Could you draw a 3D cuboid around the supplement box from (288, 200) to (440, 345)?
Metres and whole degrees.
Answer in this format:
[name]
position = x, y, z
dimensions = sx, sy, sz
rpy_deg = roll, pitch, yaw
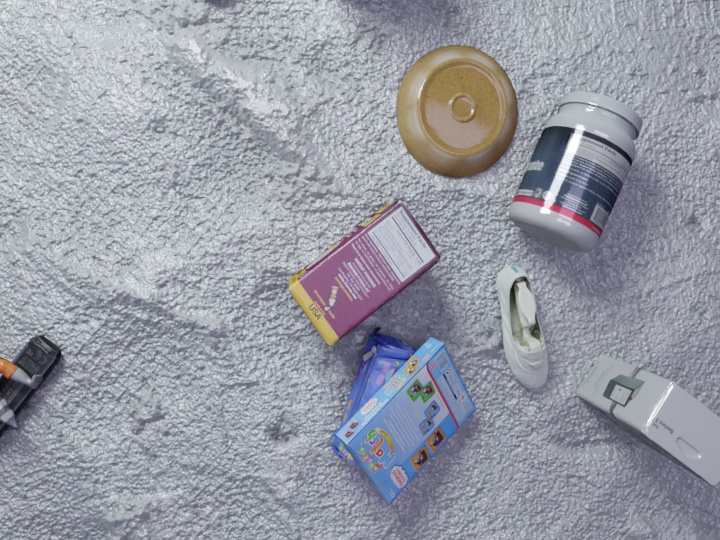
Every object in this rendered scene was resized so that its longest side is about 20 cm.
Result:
[supplement box]
position = 0.000, 0.000, 0.899
dimensions = 0.199, 0.131, 0.104
rpy_deg = -37, 96, -4

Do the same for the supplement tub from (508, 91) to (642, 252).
[supplement tub]
position = 0.319, -0.143, 0.921
dimensions = 0.138, 0.140, 0.203
rpy_deg = 24, 90, -7

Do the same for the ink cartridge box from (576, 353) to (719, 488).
[ink cartridge box]
position = 0.439, 0.215, 0.924
dimensions = 0.144, 0.200, 0.085
rpy_deg = 35, 89, -7

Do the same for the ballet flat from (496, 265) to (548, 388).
[ballet flat]
position = 0.256, 0.093, 0.966
dimensions = 0.068, 0.069, 0.204
rpy_deg = -14, 95, -5

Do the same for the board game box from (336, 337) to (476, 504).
[board game box]
position = 0.074, 0.222, 0.913
dimensions = 0.200, 0.036, 0.153
rpy_deg = -42, 124, -19

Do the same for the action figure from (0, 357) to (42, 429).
[action figure]
position = -0.568, 0.162, 0.848
dimensions = 0.191, 0.105, 0.201
rpy_deg = 29, 62, 17

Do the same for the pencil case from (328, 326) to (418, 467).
[pencil case]
position = 0.017, 0.193, 0.936
dimensions = 0.086, 0.077, 0.203
rpy_deg = 22, 90, -42

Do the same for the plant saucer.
[plant saucer]
position = 0.153, -0.247, 0.949
dimensions = 0.195, 0.035, 0.205
rpy_deg = 0, 93, -7

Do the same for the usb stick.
[usb stick]
position = -0.515, 0.186, 0.903
dimensions = 0.055, 0.033, 0.201
rpy_deg = 38, 89, 1
